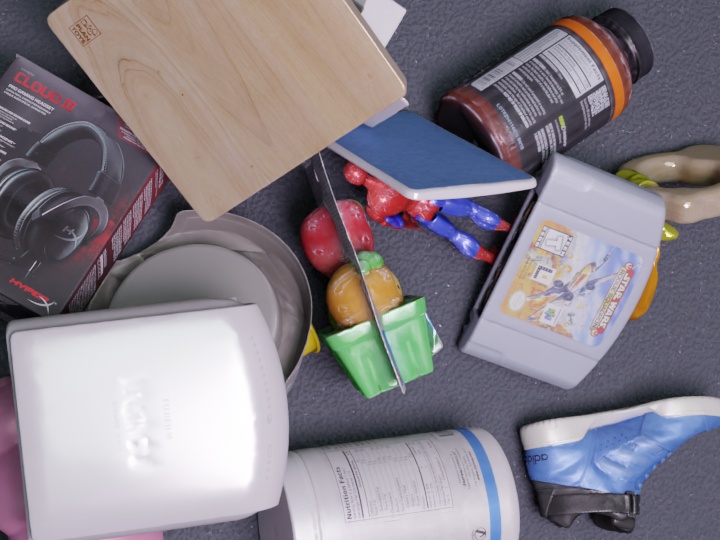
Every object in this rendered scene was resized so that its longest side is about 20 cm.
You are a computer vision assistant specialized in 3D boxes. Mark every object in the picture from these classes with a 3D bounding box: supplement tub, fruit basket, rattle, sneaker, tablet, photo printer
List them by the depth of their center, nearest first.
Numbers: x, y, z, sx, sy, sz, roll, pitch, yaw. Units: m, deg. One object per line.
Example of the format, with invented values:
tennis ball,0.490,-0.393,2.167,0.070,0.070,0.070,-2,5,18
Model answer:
photo printer,-0.152,0.109,1.034,0.197,0.069,0.169,-6,90,-9
fruit basket,0.000,0.000,1.170,0.093,0.185,0.202,-15,90,-5
supplement tub,0.022,0.208,1.185,0.198,0.132,0.134,-6,87,-18
tablet,0.043,-0.099,1.185,0.129,0.200,0.014,-7,116,-30
supplement tub,0.174,-0.162,1.282,0.199,0.107,0.108,-33,95,-18
sneaker,0.250,0.181,1.286,0.198,0.077,0.113,-8,81,-14
rattle,0.329,-0.053,1.343,0.199,0.129,0.144,-26,105,-44

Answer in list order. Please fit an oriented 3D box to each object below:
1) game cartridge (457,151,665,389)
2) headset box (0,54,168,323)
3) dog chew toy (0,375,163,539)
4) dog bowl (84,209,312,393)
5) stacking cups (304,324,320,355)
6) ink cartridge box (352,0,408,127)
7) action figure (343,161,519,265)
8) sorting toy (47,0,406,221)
game cartridge,0.186,0.006,1.258,0.132,0.042,0.202,21,109,-10
headset box,-0.253,-0.062,1.122,0.148,0.077,0.201,30,68,1
dog chew toy,-0.242,0.177,1.114,0.124,0.125,0.201,-29,85,-18
dog bowl,-0.135,0.051,1.146,0.197,0.059,0.202,-1,62,3
stacking cups,-0.129,0.095,1.183,0.199,0.060,0.061,-33,95,-18
ink cartridge box,-0.041,-0.209,1.158,0.199,0.116,0.068,34,77,-12
action figure,0.063,-0.055,1.232,0.199,0.052,0.066,21,120,-38
sorting toy,-0.096,-0.175,1.071,0.198,0.070,0.201,-30,110,20
